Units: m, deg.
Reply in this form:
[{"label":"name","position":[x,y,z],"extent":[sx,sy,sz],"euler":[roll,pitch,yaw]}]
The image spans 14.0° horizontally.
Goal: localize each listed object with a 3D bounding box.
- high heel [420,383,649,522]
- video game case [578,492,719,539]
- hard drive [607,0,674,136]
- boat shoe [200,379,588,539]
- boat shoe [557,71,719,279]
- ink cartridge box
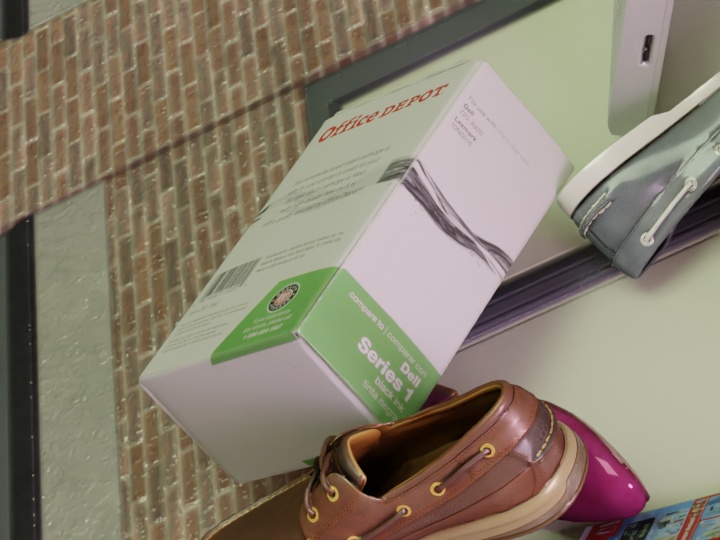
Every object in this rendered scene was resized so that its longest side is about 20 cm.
[{"label":"high heel","position":[0.053,0.110,1.410],"extent":[0.096,0.068,0.200],"euler":[-43,24,-21]},{"label":"video game case","position":[0.175,0.124,1.292],"extent":[0.199,0.017,0.143],"euler":[-17,13,23]},{"label":"hard drive","position":[0.154,-0.189,1.573],"extent":[0.026,0.132,0.200],"euler":[6,50,2]},{"label":"boat shoe","position":[0.004,0.101,1.352],"extent":[0.200,0.068,0.072],"euler":[-23,36,22]},{"label":"boat shoe","position":[0.197,-0.069,1.491],"extent":[0.200,0.073,0.062],"euler":[-34,76,-2]},{"label":"ink cartridge box","position":[0.000,0.000,1.491],"extent":[0.146,0.084,0.200],"euler":[-18,31,52]}]
